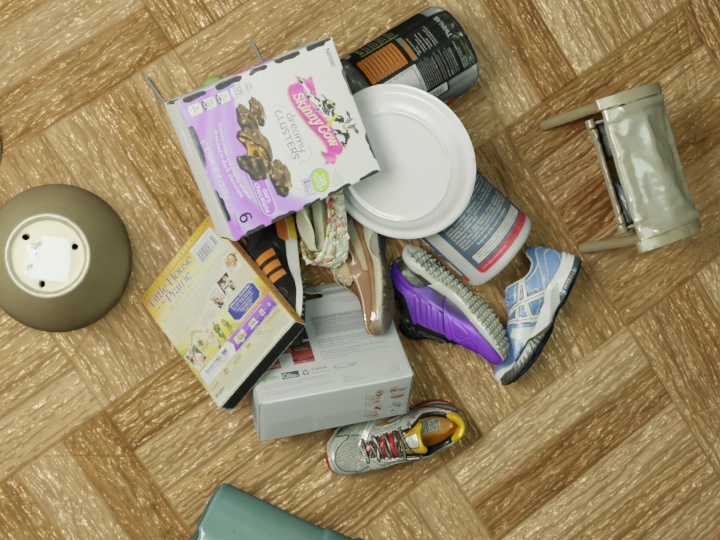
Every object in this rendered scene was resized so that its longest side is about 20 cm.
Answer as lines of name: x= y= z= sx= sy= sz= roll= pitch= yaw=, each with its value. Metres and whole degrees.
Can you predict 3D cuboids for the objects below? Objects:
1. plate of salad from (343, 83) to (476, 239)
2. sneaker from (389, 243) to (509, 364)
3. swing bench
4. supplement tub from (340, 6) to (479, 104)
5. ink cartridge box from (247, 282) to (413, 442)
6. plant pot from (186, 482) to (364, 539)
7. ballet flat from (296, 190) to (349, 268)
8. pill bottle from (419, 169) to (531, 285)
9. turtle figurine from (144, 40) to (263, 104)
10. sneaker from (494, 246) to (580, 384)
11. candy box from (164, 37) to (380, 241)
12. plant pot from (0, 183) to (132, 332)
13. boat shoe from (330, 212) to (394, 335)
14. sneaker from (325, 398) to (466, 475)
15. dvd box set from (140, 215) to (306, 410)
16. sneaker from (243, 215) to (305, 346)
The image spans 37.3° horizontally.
plate of salad: x=0.049 y=-0.136 z=1.324 sx=0.198 sy=0.048 sz=0.202 roll=10 pitch=118 yaw=18
sneaker: x=0.108 y=0.065 z=1.430 sx=0.200 sy=0.070 sz=0.100 roll=45 pitch=111 yaw=7
swing bench: x=0.359 y=-0.135 z=1.430 sx=0.129 sy=0.200 sz=0.201 roll=-18 pitch=94 yaw=-12
supplement tub: x=0.045 y=-0.247 z=1.397 sx=0.199 sy=0.122 sz=0.123 roll=-32 pitch=97 yaw=-10
ink cartridge box: x=-0.052 y=0.110 z=1.377 sx=0.198 sy=0.084 sz=0.176 roll=-9 pitch=48 yaw=-13
plant pot: x=-0.127 y=0.376 z=1.329 sx=0.195 sy=0.200 sz=0.201 roll=31 pitch=83 yaw=-4
ballet flat: x=-0.056 y=-0.098 z=1.323 sx=0.064 sy=0.075 sz=0.202 roll=-19 pitch=101 yaw=-46
pill bottle: x=0.117 y=-0.086 z=1.415 sx=0.200 sy=0.120 sz=0.120 roll=41 pitch=81 yaw=-10
turtle figurine: x=-0.150 y=-0.176 z=1.362 sx=0.143 sy=0.200 sz=0.195 roll=-30 pitch=120 yaw=-17
sneaker: x=0.229 y=0.061 z=1.467 sx=0.077 sy=0.076 sz=0.201 roll=26 pitch=86 yaw=14
candy box: x=-0.099 y=-0.153 z=1.230 sx=0.199 sy=0.071 sz=0.169 roll=-27 pitch=106 yaw=-19
plant pot: x=-0.362 y=-0.016 z=1.263 sx=0.185 sy=0.200 sz=0.189 roll=0 pitch=90 yaw=-14
boat shoe: x=0.000 y=0.000 z=1.385 sx=0.071 sy=0.076 sz=0.201 roll=-13 pitch=52 yaw=8
sneaker: x=0.048 y=0.219 z=1.417 sx=0.198 sy=0.082 sz=0.079 roll=-18 pitch=94 yaw=-12
dvd box set: x=-0.173 y=0.051 z=1.314 sx=0.147 sy=0.029 sz=0.200 roll=-49 pitch=60 yaw=10
sneaker: x=-0.118 y=0.014 z=1.353 sx=0.089 sy=0.070 sz=0.201 roll=-3 pitch=52 yaw=-6
